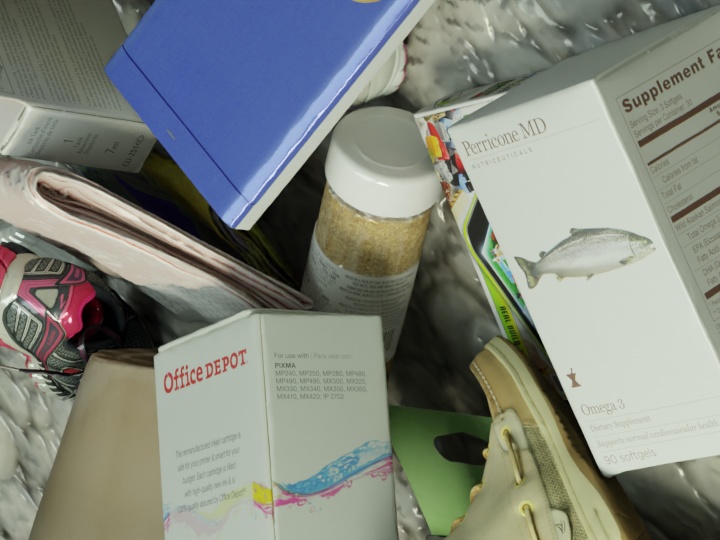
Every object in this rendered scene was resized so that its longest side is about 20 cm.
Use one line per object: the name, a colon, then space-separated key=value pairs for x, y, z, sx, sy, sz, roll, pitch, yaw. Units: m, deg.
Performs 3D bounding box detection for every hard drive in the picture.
hard drive: x=-0.044 y=-0.140 z=1.518 sx=0.200 sy=0.025 sz=0.132 roll=-50 pitch=63 yaw=21

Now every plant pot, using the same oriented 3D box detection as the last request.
plant pot: x=-0.113 y=0.141 z=1.690 sx=0.199 sy=0.199 sz=0.175 roll=10 pitch=97 yaw=44

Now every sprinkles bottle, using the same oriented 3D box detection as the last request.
sprinkles bottle: x=0.000 y=0.000 z=1.615 sx=0.068 sy=0.068 sz=0.201 roll=38 pitch=137 yaw=25

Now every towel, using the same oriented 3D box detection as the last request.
towel: x=-0.144 y=-0.016 z=1.643 sx=0.190 sy=0.032 sz=0.200 roll=29 pitch=171 yaw=-22
towel: x=-0.121 y=-0.041 z=1.701 sx=0.200 sy=0.023 sz=0.144 roll=28 pitch=167 yaw=35

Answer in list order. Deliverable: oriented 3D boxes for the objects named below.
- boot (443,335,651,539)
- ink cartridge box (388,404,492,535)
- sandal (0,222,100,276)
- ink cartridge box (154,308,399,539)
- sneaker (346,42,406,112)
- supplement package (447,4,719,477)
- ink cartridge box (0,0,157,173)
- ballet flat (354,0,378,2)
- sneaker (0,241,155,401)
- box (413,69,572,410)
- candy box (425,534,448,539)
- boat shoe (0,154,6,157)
boot: x=0.062 y=0.139 z=1.474 sx=0.073 sy=0.155 sz=0.200 roll=45 pitch=-168 yaw=-43
ink cartridge box: x=0.081 y=0.176 z=1.633 sx=0.145 sy=0.048 sz=0.201 roll=5 pitch=130 yaw=47
sandal: x=-0.198 y=-0.026 z=1.829 sx=0.082 sy=0.050 sz=0.203 roll=30 pitch=157 yaw=-16
ink cartridge box: x=-0.046 y=0.131 z=1.552 sx=0.146 sy=0.082 sz=0.201 roll=-22 pitch=70 yaw=60
sneaker: x=-0.048 y=-0.106 z=1.583 sx=0.082 sy=0.088 sz=0.200 roll=57 pitch=142 yaw=3
supplement package: x=0.154 y=-0.015 z=1.397 sx=0.117 sy=0.117 sz=0.201 roll=-16 pitch=101 yaw=52
ink cartridge box: x=-0.223 y=-0.150 z=1.620 sx=0.045 sy=0.176 sz=0.200 roll=-56 pitch=42 yaw=32
ballet flat: x=-0.028 y=-0.234 z=1.460 sx=0.069 sy=0.063 sz=0.201 roll=-34 pitch=68 yaw=21
sneaker: x=-0.176 y=0.043 z=1.762 sx=0.074 sy=0.200 sz=0.081 roll=15 pitch=82 yaw=21
box: x=0.111 y=-0.008 z=1.515 sx=0.110 sy=0.035 sz=0.201 roll=-11 pitch=105 yaw=50
candy box: x=0.134 y=0.237 z=1.548 sx=0.199 sy=0.072 sz=0.169 roll=0 pitch=118 yaw=13
boat shoe: x=-0.297 y=-0.059 z=1.897 sx=0.067 sy=0.073 sz=0.200 roll=44 pitch=140 yaw=14
